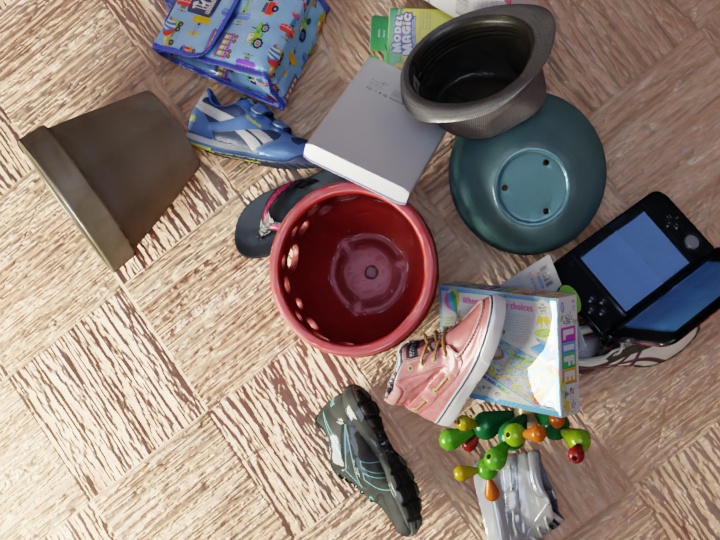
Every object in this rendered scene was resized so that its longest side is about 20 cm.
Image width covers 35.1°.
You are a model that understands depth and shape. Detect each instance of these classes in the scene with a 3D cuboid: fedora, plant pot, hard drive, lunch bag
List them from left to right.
[{"bbox_3d":[-0.302,-0.128,1.433,0.173,0.200,0.201,-36,84,-11],"label":"plant pot"},{"bbox_3d":[-0.162,-0.319,1.459,0.197,0.094,0.153,20,78,18],"label":"lunch bag"},{"bbox_3d":[0.000,0.000,1.381,0.196,0.182,0.205,0,89,7],"label":"plant pot"},{"bbox_3d":[0.030,-0.170,1.347,0.130,0.201,0.026,25,135,5],"label":"hard drive"},{"bbox_3d":[0.144,-0.216,1.311,0.197,0.091,0.179,-6,52,29],"label":"fedora"},{"bbox_3d":[0.202,-0.108,1.362,0.196,0.135,0.204,1,102,6],"label":"plant pot"}]

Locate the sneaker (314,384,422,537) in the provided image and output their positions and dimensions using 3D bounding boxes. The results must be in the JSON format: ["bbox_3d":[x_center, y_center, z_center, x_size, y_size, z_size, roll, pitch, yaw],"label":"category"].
[{"bbox_3d":[0.012,0.247,1.437,0.079,0.075,0.202,-31,77,17],"label":"sneaker"}]

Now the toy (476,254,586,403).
[{"bbox_3d":[0.196,0.072,1.381,0.047,0.200,0.117,-10,72,-37],"label":"toy"}]

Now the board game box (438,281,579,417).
[{"bbox_3d":[0.173,0.089,1.346,0.034,0.198,0.137,-9,100,-37],"label":"board game box"}]

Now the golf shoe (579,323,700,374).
[{"bbox_3d":[0.322,0.087,1.387,0.196,0.088,0.079,-16,85,5],"label":"golf shoe"}]

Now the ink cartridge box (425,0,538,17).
[{"bbox_3d":[0.120,-0.389,1.368,0.199,0.147,0.083,35,63,19],"label":"ink cartridge box"}]

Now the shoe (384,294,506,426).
[{"bbox_3d":[0.096,0.099,1.330,0.089,0.072,0.202,18,129,-7],"label":"shoe"}]

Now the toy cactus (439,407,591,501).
[{"bbox_3d":[0.198,0.193,1.369,0.198,0.165,0.103,-17,110,38],"label":"toy cactus"}]

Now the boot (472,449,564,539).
[{"bbox_3d":[0.206,0.324,1.399,0.094,0.073,0.204,-15,86,13],"label":"boot"}]

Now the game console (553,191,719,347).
[{"bbox_3d":[0.351,-0.008,1.324,0.198,0.119,0.173,-33,72,-20],"label":"game console"}]

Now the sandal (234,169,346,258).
[{"bbox_3d":[-0.080,-0.084,1.462,0.198,0.045,0.076,-29,85,5],"label":"sandal"}]

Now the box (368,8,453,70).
[{"bbox_3d":[0.106,-0.271,1.444,0.196,0.048,0.120,2,89,9],"label":"box"}]

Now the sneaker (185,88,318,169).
[{"bbox_3d":[-0.130,-0.179,1.458,0.196,0.074,0.084,14,88,6],"label":"sneaker"}]
